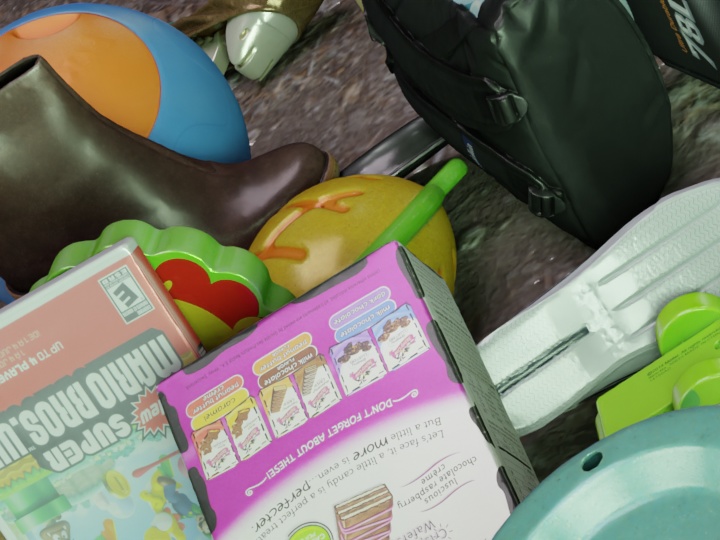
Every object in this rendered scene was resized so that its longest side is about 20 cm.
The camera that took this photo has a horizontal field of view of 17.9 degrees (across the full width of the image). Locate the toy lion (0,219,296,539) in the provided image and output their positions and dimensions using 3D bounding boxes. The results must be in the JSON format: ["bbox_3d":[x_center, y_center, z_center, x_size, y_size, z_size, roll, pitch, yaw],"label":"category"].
[{"bbox_3d":[-0.124,0.065,1.147,0.200,0.192,0.069,-2,29,7],"label":"toy lion"}]

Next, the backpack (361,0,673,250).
[{"bbox_3d":[0.079,-0.126,1.235,0.154,0.163,0.200,-44,36,-19],"label":"backpack"}]

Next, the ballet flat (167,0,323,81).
[{"bbox_3d":[-0.100,-0.161,1.641,0.200,0.068,0.072,-20,53,32],"label":"ballet flat"}]

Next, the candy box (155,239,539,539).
[{"bbox_3d":[0.008,0.107,1.003,0.136,0.061,0.200,-31,61,14],"label":"candy box"}]

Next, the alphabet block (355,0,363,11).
[{"bbox_3d":[0.069,-0.303,1.503,0.200,0.195,0.196,0,44,49],"label":"alphabet block"}]

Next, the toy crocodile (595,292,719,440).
[{"bbox_3d":[0.190,0.028,1.014,0.200,0.062,0.068,-37,28,13],"label":"toy crocodile"}]

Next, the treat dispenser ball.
[{"bbox_3d":[-0.168,-0.065,1.420,0.201,0.201,0.201,-29,29,18],"label":"treat dispenser ball"}]

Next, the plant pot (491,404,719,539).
[{"bbox_3d":[0.133,0.152,0.748,0.200,0.188,0.200,-30,29,18],"label":"plant pot"}]

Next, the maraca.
[{"bbox_3d":[0.000,0.000,1.230,0.137,0.107,0.200,-42,2,28],"label":"maraca"}]

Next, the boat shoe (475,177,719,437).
[{"bbox_3d":[0.127,0.014,1.087,0.200,0.072,0.071,-27,1,-4],"label":"boat shoe"}]

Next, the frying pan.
[{"bbox_3d":[-0.008,-0.041,1.359,0.190,0.031,0.115,-36,0,44],"label":"frying pan"}]

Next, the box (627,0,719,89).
[{"bbox_3d":[0.174,-0.175,1.148,0.050,0.200,0.198,-38,36,-15],"label":"box"}]

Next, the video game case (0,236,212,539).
[{"bbox_3d":[-0.116,0.099,1.117,0.143,0.200,0.017,-29,12,19],"label":"video game case"}]

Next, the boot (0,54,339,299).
[{"bbox_3d":[-0.130,-0.055,1.272,0.200,0.166,0.072,-29,33,11],"label":"boot"}]
